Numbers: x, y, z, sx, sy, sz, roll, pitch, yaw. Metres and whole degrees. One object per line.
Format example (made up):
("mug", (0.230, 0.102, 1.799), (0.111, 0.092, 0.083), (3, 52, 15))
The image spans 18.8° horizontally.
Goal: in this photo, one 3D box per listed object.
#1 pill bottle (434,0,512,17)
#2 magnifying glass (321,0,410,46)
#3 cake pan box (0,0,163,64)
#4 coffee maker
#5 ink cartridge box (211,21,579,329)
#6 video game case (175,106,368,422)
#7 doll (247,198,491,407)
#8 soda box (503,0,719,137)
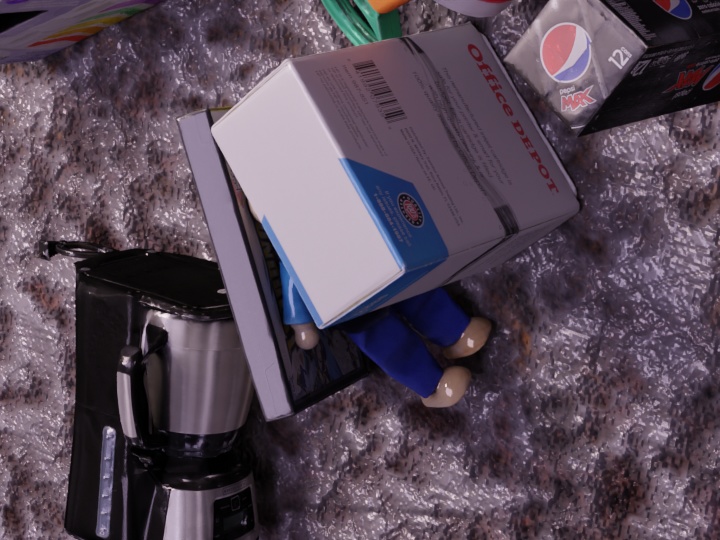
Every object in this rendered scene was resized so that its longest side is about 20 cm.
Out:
("pill bottle", (0.099, -0.259, 1.307), (0.111, 0.111, 0.200), (50, 124, 16))
("magnifying glass", (0.007, -0.171, 1.368), (0.080, 0.022, 0.200), (53, 170, -7))
("cake pan box", (-0.239, -0.191, 1.512), (0.184, 0.200, 0.052), (-22, 85, 35))
("coffee maker", (-0.149, 0.094, 1.572), (0.192, 0.134, 0.201), (28, 117, 54))
("ink cartridge box", (0.026, -0.063, 1.349), (0.084, 0.200, 0.145), (-37, 79, 38))
("video game case", (-0.054, -0.012, 1.432), (0.025, 0.181, 0.201), (-16, 91, 16))
("doll", (0.000, 0.000, 1.399), (0.200, 0.137, 0.048), (41, 148, -28))
("soda box", (0.169, -0.131, 1.228), (0.063, 0.200, 0.071), (49, 123, 18))
